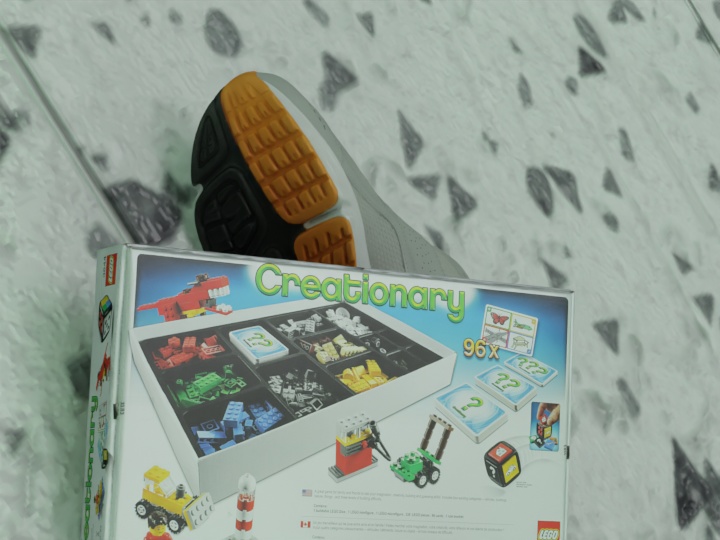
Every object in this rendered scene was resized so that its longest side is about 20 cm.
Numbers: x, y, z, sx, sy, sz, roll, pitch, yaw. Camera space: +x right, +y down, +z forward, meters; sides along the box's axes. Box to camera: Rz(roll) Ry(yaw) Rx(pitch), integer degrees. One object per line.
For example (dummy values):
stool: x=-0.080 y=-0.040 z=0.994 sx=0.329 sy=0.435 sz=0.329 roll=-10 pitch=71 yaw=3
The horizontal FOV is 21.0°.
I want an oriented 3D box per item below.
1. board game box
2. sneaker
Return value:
board game box: x=-0.008 y=0.063 z=0.755 sx=0.198 sy=0.035 sz=0.128 roll=6 pitch=83 yaw=-27
sneaker: x=0.000 y=0.000 z=0.843 sx=0.201 sy=0.075 sz=0.092 roll=62 pitch=33 yaw=-12
